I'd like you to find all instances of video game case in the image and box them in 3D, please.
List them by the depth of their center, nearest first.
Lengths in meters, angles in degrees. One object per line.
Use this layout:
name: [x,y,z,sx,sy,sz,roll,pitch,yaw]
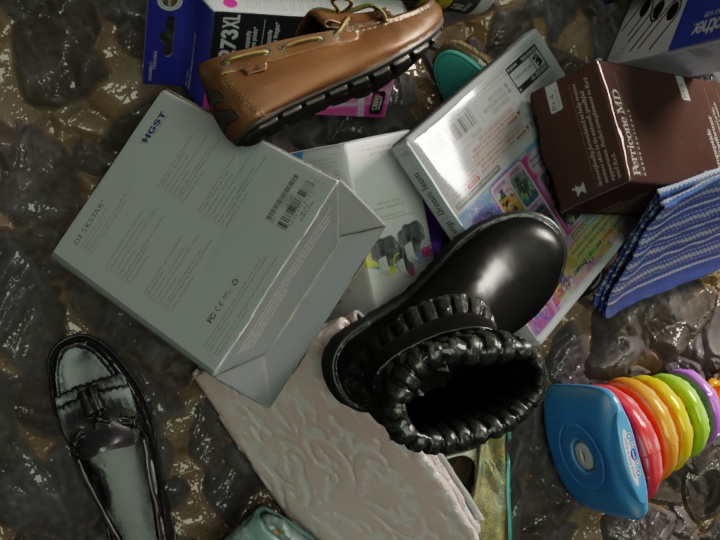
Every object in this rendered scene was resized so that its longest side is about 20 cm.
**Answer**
video game case: [0.132,-0.069,0.885,0.200,0.024,0.183,-43,103,-39]

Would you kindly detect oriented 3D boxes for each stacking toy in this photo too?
stacking toy: [0.272,0.128,0.996,0.198,0.110,0.117,-18,95,-24]

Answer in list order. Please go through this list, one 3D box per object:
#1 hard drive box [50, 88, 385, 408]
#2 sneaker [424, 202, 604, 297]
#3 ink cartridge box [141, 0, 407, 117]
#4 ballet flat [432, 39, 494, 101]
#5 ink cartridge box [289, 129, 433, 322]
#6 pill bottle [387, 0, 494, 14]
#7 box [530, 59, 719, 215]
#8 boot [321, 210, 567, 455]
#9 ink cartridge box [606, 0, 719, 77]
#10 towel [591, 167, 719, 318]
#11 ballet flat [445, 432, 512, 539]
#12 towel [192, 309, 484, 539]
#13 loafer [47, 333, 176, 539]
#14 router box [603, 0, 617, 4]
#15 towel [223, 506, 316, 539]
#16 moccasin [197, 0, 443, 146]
hard drive box: [-0.106,-0.022,0.825,0.157,0.199,0.077,-56,144,-4]
sneaker: [0.112,-0.019,0.934,0.198,0.099,0.070,12,88,-16]
ink cartridge box: [-0.067,-0.169,0.886,0.198,0.037,0.095,2,137,-13]
ballet flat: [0.137,-0.121,0.964,0.201,0.070,0.065,52,53,-14]
ink cartridge box: [0.000,0.000,0.893,0.067,0.115,0.202,-15,98,-33]
pill bottle: [0.011,-0.270,0.887,0.198,0.114,0.116,5,92,-15]
box: [0.233,-0.102,0.915,0.199,0.075,0.101,-3,74,-42]
boot: [0.081,0.036,0.735,0.211,0.158,0.080,-38,103,-15]
ink cartridge box: [0.276,-0.208,0.916,0.044,0.200,0.095,24,87,-15]
towel: [0.278,-0.029,0.941,0.144,0.200,0.024,-20,67,-13]
ballet flat: [0.100,0.145,0.963,0.070,0.071,0.202,3,92,-15]
towel: [-0.020,0.136,0.877,0.032,0.190,0.201,-42,104,-45]
loafer: [-0.187,0.146,0.883,0.071,0.063,0.202,-20,98,-13]
router box: [0.285,-0.317,0.935,0.052,0.157,0.200,44,81,-13]
towel: [-0.060,0.304,0.911,0.200,0.048,0.171,39,101,-13]
moccasin: [-0.024,-0.156,0.809,0.200,0.074,0.078,-28,87,-23]
